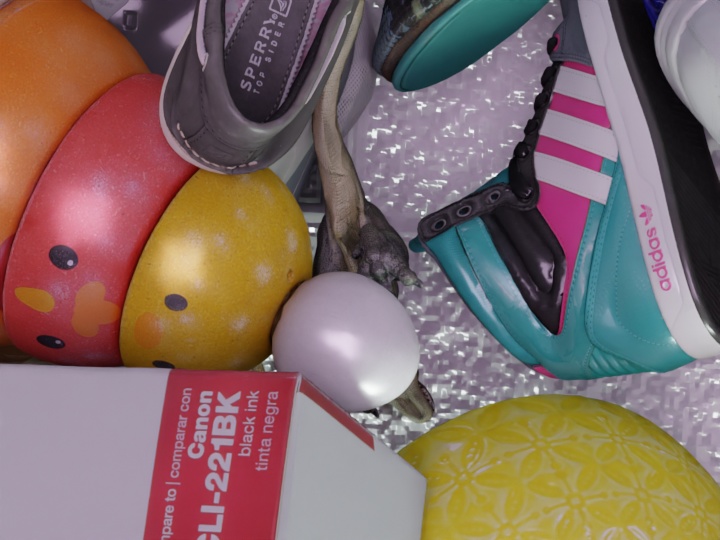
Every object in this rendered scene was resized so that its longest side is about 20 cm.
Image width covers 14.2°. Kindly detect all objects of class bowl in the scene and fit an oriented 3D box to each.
[{"bbox_3d":[0.081,0.156,1.071,0.200,0.108,0.200,-9,111,-24],"label":"bowl"}]

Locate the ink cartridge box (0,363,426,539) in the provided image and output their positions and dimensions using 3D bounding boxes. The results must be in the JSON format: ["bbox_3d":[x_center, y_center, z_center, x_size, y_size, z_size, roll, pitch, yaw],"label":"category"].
[{"bbox_3d":[-0.095,0.089,0.995,0.200,0.144,0.084,0,72,19],"label":"ink cartridge box"}]

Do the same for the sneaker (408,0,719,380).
[{"bbox_3d":[0.074,-0.043,1.128,0.121,0.084,0.200,-23,62,27],"label":"sneaker"}]

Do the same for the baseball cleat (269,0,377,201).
[{"bbox_3d":[-0.043,-0.029,1.139,0.070,0.106,0.200,38,123,12],"label":"baseball cleat"}]

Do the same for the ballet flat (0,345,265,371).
[{"bbox_3d":[-0.133,0.043,1.111,0.200,0.071,0.071,3,92,26],"label":"ballet flat"}]

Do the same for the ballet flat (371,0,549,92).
[{"bbox_3d":[0.057,-0.134,1.053,0.074,0.200,0.074,14,61,-27],"label":"ballet flat"}]

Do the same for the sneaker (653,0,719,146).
[{"bbox_3d":[0.186,-0.025,1.083,0.075,0.089,0.200,-44,121,10],"label":"sneaker"}]

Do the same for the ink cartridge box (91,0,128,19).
[{"bbox_3d":[-0.196,-0.094,1.073,0.200,0.160,0.047,-34,65,21],"label":"ink cartridge box"}]

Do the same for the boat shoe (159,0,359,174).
[{"bbox_3d":[-0.015,-0.127,0.987,0.067,0.057,0.200,20,78,-15],"label":"boat shoe"}]

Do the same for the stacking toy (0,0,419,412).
[{"bbox_3d":[-0.067,-0.009,1.024,0.200,0.146,0.146,24,93,19],"label":"stacking toy"}]

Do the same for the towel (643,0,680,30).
[{"bbox_3d":[0.182,-0.185,1.084,0.200,0.050,0.148,-22,128,-15],"label":"towel"}]

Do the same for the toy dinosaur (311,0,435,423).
[{"bbox_3d":[0.000,0.000,1.083,0.047,0.088,0.200,-4,131,2],"label":"toy dinosaur"}]
